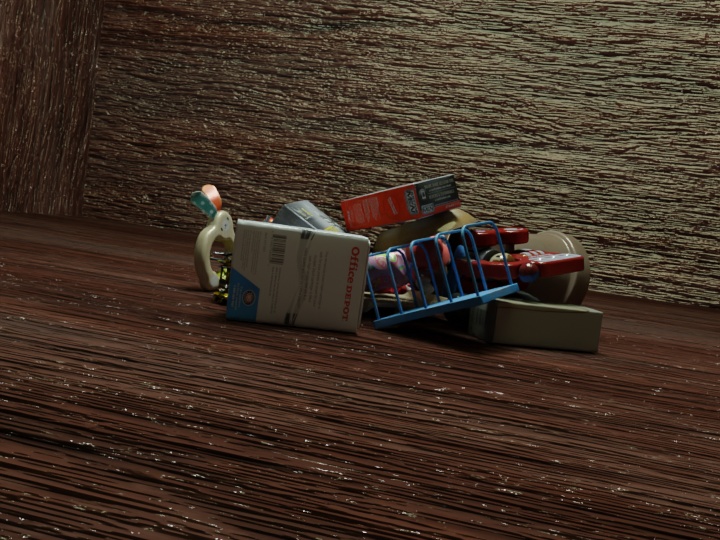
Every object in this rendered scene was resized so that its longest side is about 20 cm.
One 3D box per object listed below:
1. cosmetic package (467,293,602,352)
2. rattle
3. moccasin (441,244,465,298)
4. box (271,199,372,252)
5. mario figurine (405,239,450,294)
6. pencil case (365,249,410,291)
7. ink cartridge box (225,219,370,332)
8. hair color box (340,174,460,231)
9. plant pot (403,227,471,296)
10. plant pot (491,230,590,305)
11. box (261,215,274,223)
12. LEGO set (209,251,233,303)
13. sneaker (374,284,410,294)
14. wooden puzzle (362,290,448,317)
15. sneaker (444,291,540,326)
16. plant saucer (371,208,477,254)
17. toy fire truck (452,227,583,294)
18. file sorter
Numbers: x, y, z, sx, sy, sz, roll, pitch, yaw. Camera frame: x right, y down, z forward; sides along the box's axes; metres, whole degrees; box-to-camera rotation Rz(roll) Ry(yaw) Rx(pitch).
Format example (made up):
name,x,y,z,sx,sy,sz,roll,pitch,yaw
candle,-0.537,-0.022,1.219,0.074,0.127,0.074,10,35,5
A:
name,x,y,z,sx,sy,sz,roll,pitch,yaw
cosmetic package,0.296,0.089,1.274,0.200,0.073,0.104,5,4,-17
rattle,-0.239,-0.060,1.404,0.143,0.200,0.130,5,3,42
moccasin,0.211,0.026,1.481,0.068,0.081,0.200,-3,-32,-12
box,-0.062,-0.054,1.291,0.158,0.048,0.200,38,10,1
mario figurine,0.143,-0.015,1.514,0.106,0.124,0.200,-19,-8,-7
pencil case,0.000,0.000,1.444,0.200,0.088,0.087,-6,10,-29
ink cartridge box,-0.097,0.007,1.136,0.200,0.147,0.086,7,5,-11
hair color box,0.067,-0.117,1.311,0.101,0.061,0.200,-18,6,-38
plant pot,0.155,-0.001,1.727,0.200,0.187,0.187,-7,-5,34
plant pot,0.336,0.002,1.525,0.174,0.201,0.200,15,0,-30
box,-0.092,-0.005,1.252,0.200,0.040,0.137,35,16,-12
LEGO set,-0.156,0.002,1.304,0.200,0.116,0.154,5,5,-37
sneaker,0.069,0.024,1.613,0.115,0.079,0.200,8,-4,-2
wooden puzzle,0.057,0.065,1.451,0.200,0.037,0.185,0,6,-27
sneaker,0.260,0.083,1.391,0.200,0.076,0.091,-4,14,-19
plant saucer,0.109,-0.074,1.338,0.200,0.036,0.200,-18,1,0
toy fire truck,0.274,-0.013,1.326,0.200,0.112,0.168,-6,9,-36
file sorter,0.124,0.006,1.201,0.200,0.123,0.139,-17,-3,35
